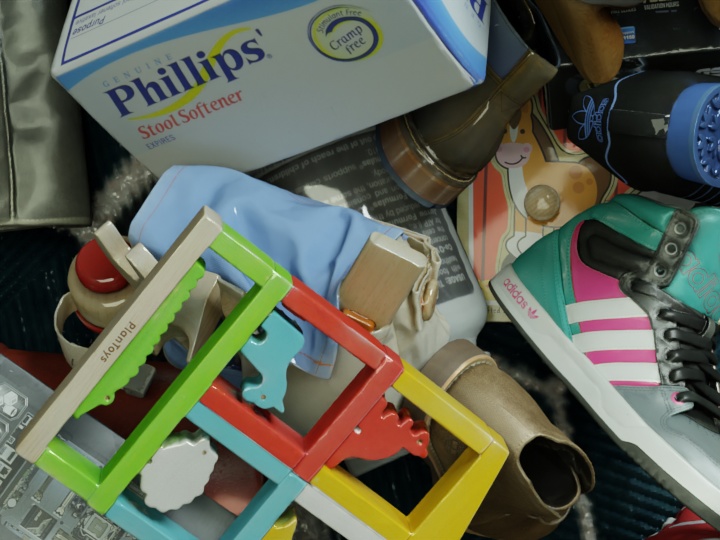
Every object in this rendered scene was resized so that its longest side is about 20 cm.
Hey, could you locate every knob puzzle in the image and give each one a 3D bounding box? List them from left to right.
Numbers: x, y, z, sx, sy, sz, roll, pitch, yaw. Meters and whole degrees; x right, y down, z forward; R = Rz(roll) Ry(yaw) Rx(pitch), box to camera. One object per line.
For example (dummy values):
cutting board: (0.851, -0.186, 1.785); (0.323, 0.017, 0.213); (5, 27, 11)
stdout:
knob puzzle: (0.143, -0.071, 0.864); (0.218, 0.030, 0.222); (-1, 86, 8)

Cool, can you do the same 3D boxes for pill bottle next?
pill bottle: (0.000, 0.000, 0.836); (0.112, 0.113, 0.201); (-24, 83, 5)

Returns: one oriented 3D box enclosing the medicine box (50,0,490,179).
medicine box: (-0.035, -0.163, 0.763); (0.181, 0.103, 0.201); (-18, 47, 29)

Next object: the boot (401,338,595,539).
boot: (0.081, 0.106, 0.773); (0.075, 0.200, 0.074); (34, 80, 29)

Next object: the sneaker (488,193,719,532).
sneaker: (0.164, 0.032, 0.783); (0.121, 0.084, 0.200); (-45, 54, 9)

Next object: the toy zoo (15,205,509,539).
toy zoo: (-0.029, 0.084, 0.667); (0.200, 0.020, 0.131); (38, 99, -14)

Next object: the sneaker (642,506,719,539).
sneaker: (0.145, 0.173, 0.835); (0.199, 0.112, 0.072); (-22, 90, 37)

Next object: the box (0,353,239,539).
box: (-0.171, 0.152, 0.689); (0.157, 0.051, 0.201); (33, 73, 1)

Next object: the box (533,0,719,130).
box: (0.189, -0.173, 0.820); (0.198, 0.086, 0.165); (-4, 72, 7)

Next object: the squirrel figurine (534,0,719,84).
squirrel figurine: (0.153, -0.215, 0.725); (0.186, 0.142, 0.201); (-29, 72, -7)

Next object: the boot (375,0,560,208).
boot: (0.055, -0.130, 0.810); (0.097, 0.074, 0.201); (-41, 38, 33)

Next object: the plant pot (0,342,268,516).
plant pot: (-0.142, 0.127, 0.815); (0.194, 0.201, 0.202); (-1, 86, 0)

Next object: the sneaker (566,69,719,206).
sneaker: (0.181, -0.067, 0.786); (0.078, 0.199, 0.071); (14, 93, 38)

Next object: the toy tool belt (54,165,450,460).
toy tool belt: (-0.058, 0.000, 0.726); (0.199, 0.123, 0.125); (16, 59, 17)

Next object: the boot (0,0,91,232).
boot: (-0.173, -0.125, 0.890); (0.181, 0.073, 0.202); (-9, 78, 21)
